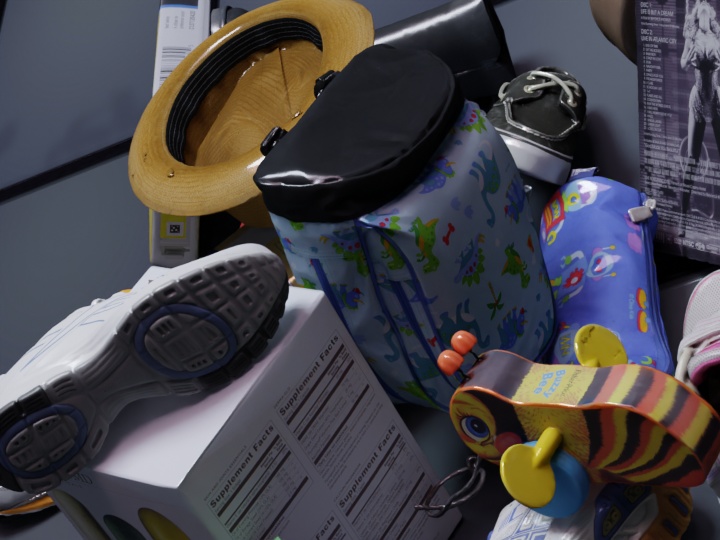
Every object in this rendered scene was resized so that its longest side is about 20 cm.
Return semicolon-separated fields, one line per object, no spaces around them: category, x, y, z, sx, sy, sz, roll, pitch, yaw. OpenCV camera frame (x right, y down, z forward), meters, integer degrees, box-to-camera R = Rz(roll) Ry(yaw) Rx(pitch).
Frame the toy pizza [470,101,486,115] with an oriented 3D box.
toy pizza;-0.008;-0.098;1.503;0.199;0.200;0.032;-5;87;32

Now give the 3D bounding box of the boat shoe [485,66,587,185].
boat shoe;0.119;-0.106;1.415;0.200;0.070;0.064;-62;-5;-76

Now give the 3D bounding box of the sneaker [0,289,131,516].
sneaker;-0.206;0.092;1.481;0.200;0.077;0.078;-44;39;-15

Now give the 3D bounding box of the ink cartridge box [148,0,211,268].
ink cartridge box;-0.137;-0.099;1.557;0.047;0.201;0.198;4;37;-7

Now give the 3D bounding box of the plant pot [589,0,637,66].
plant pot;0.282;-0.182;1.385;0.200;0.200;0.175;-35;54;-6

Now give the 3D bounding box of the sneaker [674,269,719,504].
sneaker;0.223;0.059;1.198;0.081;0.088;0.200;-20;37;14

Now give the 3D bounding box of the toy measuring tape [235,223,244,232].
toy measuring tape;-0.057;-0.033;1.535;0.073;0.074;0.200;-18;29;18

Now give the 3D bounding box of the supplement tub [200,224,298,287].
supplement tub;0.000;0.000;1.382;0.200;0.146;0.145;-38;36;-10

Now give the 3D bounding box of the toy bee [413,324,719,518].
toy bee;0.092;0.083;1.141;0.199;0.109;0.131;-24;24;21

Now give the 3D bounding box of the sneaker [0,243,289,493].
sneaker;-0.132;0.039;1.153;0.199;0.075;0.087;-30;31;2

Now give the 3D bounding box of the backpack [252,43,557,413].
backpack;0.034;-0.008;1.231;0.153;0.201;0.163;14;40;25

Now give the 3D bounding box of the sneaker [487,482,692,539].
sneaker;0.099;0.176;1.179;0.200;0.075;0.088;-39;22;-19

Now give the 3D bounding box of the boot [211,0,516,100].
boot;0.005;-0.166;1.554;0.199;0.165;0.066;-11;65;14

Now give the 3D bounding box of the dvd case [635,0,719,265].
dvd case;0.221;-0.103;1.298;0.016;0.201;0.149;-10;13;-26

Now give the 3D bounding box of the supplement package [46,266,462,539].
supplement package;-0.071;0.125;1.236;0.151;0.200;0.151;8;50;42

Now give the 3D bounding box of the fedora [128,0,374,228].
fedora;-0.057;-0.091;1.342;0.200;0.082;0.201;-23;37;18

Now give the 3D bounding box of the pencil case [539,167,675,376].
pencil case;0.154;0.025;1.296;0.087;0.078;0.200;-37;31;30

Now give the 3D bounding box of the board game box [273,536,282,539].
board game box;0.019;0.237;1.094;0.029;0.135;0.200;-38;36;-10
